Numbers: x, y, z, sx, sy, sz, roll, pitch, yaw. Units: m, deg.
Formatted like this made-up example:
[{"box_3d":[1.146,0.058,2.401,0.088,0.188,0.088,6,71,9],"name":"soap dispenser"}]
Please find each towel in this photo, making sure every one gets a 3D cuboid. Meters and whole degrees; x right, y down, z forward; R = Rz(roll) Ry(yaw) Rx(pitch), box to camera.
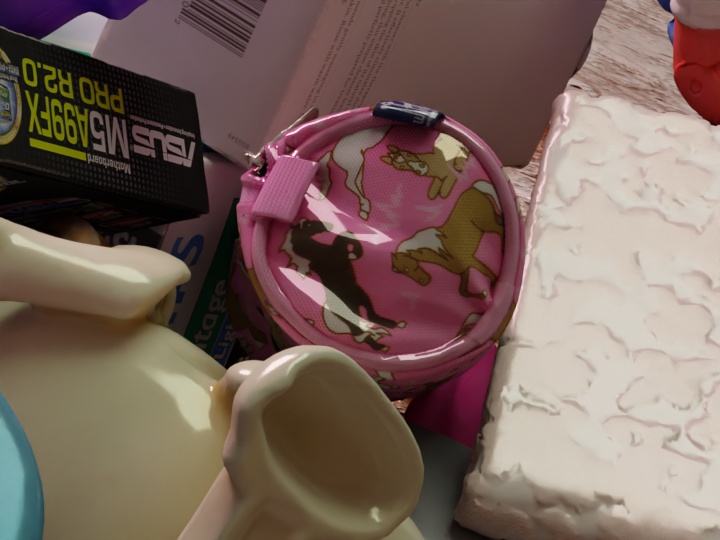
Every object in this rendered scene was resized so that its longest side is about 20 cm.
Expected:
[{"box_3d":[0.141,0.034,0.871,0.199,0.032,0.191,14,47,1],"name":"towel"}]

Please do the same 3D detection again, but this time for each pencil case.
[{"box_3d":[0.000,0.000,0.855,0.082,0.087,0.200,-13,-5,-5],"name":"pencil case"}]

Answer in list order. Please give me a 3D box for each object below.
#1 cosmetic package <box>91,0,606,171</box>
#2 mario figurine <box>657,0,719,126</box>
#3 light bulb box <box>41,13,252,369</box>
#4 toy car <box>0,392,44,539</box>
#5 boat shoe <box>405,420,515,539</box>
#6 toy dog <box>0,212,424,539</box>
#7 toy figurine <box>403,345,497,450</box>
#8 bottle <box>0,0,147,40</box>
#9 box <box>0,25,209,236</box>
[{"box_3d":[0.007,-0.099,0.986,0.085,0.108,0.200,33,18,25],"name":"cosmetic package"},{"box_3d":[0.164,-0.077,0.989,0.123,0.106,0.201,-13,74,-24],"name":"mario figurine"},{"box_3d":[-0.099,-0.029,1.040,0.198,0.125,0.200,29,17,27],"name":"light bulb box"},{"box_3d":[-0.163,0.053,0.648,0.199,0.176,0.150,-7,-41,27],"name":"toy car"},{"box_3d":[0.049,0.117,0.838,0.200,0.066,0.072,33,25,19],"name":"boat shoe"},{"box_3d":[-0.074,0.052,0.794,0.200,0.140,0.194,33,7,38],"name":"toy dog"},{"box_3d":[0.098,0.080,0.964,0.183,0.151,0.200,9,-5,-8],"name":"toy figurine"},{"box_3d":[-0.128,-0.104,0.836,0.199,0.065,0.084,-7,47,4],"name":"bottle"},{"box_3d":[-0.172,-0.030,0.862,0.199,0.044,0.160,-11,-9,22],"name":"box"}]
